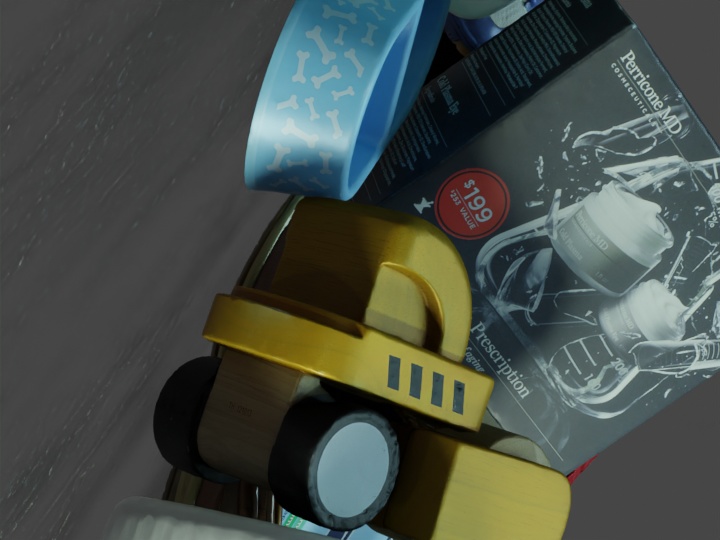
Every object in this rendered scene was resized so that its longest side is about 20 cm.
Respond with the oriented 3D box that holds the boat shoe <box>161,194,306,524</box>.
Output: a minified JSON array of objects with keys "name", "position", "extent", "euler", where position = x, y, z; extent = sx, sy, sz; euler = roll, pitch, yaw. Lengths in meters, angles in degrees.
[{"name":"boat shoe","position":[-0.044,0.058,1.104],"extent":[0.072,0.067,0.201],"euler":[-31,140,-77]}]

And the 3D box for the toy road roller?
[{"name":"toy road roller","position":[0.014,0.052,1.018],"extent":[0.200,0.123,0.147],"euler":[23,85,-42]}]

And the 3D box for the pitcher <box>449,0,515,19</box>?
[{"name":"pitcher","position":[0.123,-0.247,1.205],"extent":[0.171,0.121,0.200],"euler":[-26,-159,41]}]

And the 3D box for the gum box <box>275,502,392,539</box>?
[{"name":"gum box","position":[-0.006,0.105,1.226],"extent":[0.170,0.044,0.200],"euler":[-58,156,7]}]

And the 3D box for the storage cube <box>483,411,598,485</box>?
[{"name":"storage cube","position":[0.075,0.088,1.541],"extent":[0.180,0.199,0.172],"euler":[66,45,-70]}]

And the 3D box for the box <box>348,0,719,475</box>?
[{"name":"box","position":[0.112,-0.023,1.151],"extent":[0.182,0.200,0.104],"euler":[-36,-155,8]}]

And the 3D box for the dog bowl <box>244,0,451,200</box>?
[{"name":"dog bowl","position":[0.000,-0.105,1.069],"extent":[0.200,0.049,0.112],"euler":[-59,166,-58]}]

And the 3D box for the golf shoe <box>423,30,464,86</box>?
[{"name":"golf shoe","position":[0.059,-0.108,1.413],"extent":[0.092,0.072,0.201],"euler":[-53,152,-46]}]

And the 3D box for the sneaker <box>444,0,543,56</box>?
[{"name":"sneaker","position":[0.109,-0.210,1.322],"extent":[0.075,0.088,0.200],"euler":[51,44,-27]}]

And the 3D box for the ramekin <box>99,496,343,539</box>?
[{"name":"ramekin","position":[-0.038,0.170,0.981],"extent":[0.200,0.199,0.098],"euler":[66,37,-79]}]
